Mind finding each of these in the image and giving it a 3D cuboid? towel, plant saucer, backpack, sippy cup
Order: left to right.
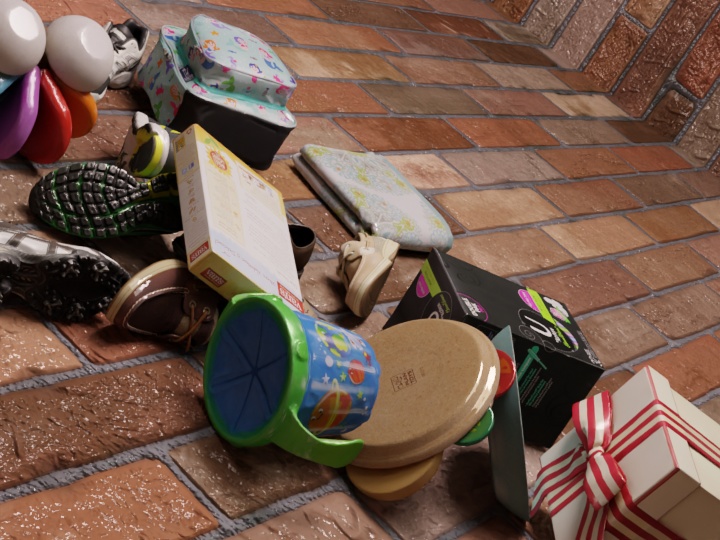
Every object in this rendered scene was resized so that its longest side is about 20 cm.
[{"bbox_3d":[-0.188,-0.237,1.894,0.176,0.151,0.200,14,24,-37],"label":"backpack"},{"bbox_3d":[-0.057,0.099,1.368,0.130,0.139,0.180,11,70,-42],"label":"sippy cup"},{"bbox_3d":[0.016,-0.096,2.006,0.170,0.048,0.200,2,37,-47],"label":"towel"},{"bbox_3d":[0.147,0.158,1.517,0.036,0.202,0.200,-5,24,4],"label":"plant saucer"}]

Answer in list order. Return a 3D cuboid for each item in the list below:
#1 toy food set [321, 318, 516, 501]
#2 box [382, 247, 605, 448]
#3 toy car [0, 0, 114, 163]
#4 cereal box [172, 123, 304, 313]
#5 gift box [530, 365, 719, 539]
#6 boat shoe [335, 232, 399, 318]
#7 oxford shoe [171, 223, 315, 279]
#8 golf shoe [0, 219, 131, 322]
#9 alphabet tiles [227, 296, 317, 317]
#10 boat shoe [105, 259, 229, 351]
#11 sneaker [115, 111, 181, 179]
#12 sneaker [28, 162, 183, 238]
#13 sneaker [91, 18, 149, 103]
[{"bbox_3d":[0.052,0.123,1.443,0.200,0.197,0.049,45,-14,54],"label":"toy food set"},{"bbox_3d":[0.150,0.090,1.692,0.199,0.125,0.149,22,23,-25],"label":"box"},{"bbox_3d":[-0.365,-0.187,1.558,0.199,0.174,0.152,9,68,-47],"label":"toy car"},{"bbox_3d":[-0.124,-0.041,1.496,0.144,0.039,0.201,40,25,-38],"label":"cereal box"},{"bbox_3d":[0.283,0.239,1.487,0.186,0.200,0.185,37,20,-22],"label":"gift box"},{"bbox_3d":[0.000,0.000,1.754,0.064,0.073,0.200,24,19,2],"label":"boat shoe"},{"bbox_3d":[-0.126,-0.034,1.626,0.199,0.085,0.073,-1,41,-52],"label":"oxford shoe"},{"bbox_3d":[-0.301,-0.011,1.343,0.199,0.078,0.095,12,29,-44],"label":"golf shoe"},{"bbox_3d":[-0.090,0.041,1.518,0.201,0.008,0.167,54,20,-3],"label":"alphabet tiles"},{"bbox_3d":[-0.167,0.039,1.437,0.072,0.072,0.200,42,16,20],"label":"boat shoe"},{"bbox_3d":[-0.221,-0.125,1.649,0.084,0.075,0.200,19,6,-19],"label":"sneaker"},{"bbox_3d":[-0.253,-0.062,1.543,0.198,0.085,0.079,4,76,-32],"label":"sneaker"},{"bbox_3d":[-0.325,-0.269,1.838,0.075,0.088,0.200,34,23,-1],"label":"sneaker"}]
